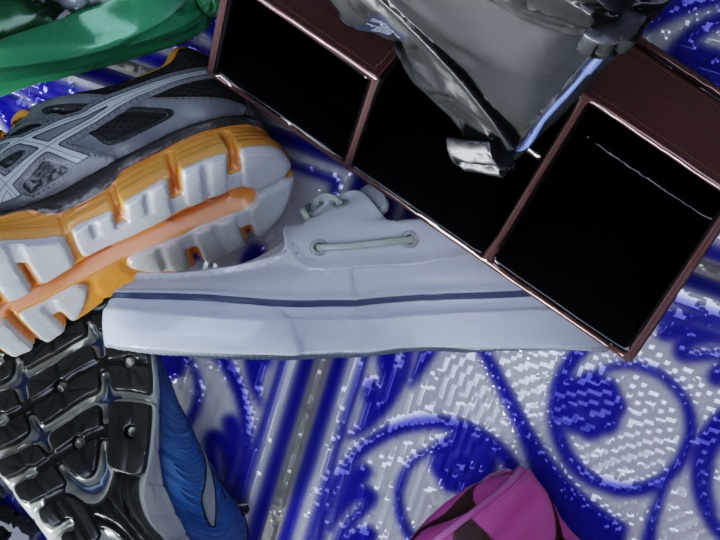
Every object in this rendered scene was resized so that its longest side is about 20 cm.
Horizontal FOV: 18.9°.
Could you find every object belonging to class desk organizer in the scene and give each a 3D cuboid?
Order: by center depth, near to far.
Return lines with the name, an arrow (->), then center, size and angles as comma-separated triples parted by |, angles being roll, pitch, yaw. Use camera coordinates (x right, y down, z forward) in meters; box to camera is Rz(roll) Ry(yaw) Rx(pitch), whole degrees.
desk organizer -> 0.046, -0.061, 0.793 | 0.200, 0.072, 0.077 | 35, 62, 8

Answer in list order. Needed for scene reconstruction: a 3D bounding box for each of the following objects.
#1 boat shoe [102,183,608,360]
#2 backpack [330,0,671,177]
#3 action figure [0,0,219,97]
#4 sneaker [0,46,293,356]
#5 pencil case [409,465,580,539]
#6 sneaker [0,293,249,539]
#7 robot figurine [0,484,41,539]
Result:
boat shoe -> 0.000, 0.000, 0.835 | 0.199, 0.074, 0.067 | 0, 86, -11
backpack -> 0.029, -0.160, 0.678 | 0.200, 0.183, 0.147 | 41, 73, 1
action figure -> -0.132, -0.096, 0.845 | 0.199, 0.118, 0.055 | -12, 86, 6
sneaker -> -0.128, -0.024, 0.846 | 0.199, 0.078, 0.077 | -19, 55, -4
pencil case -> 0.105, 0.158, 0.840 | 0.200, 0.094, 0.091 | 40, 151, 3
sneaker -> -0.094, 0.091, 0.877 | 0.078, 0.089, 0.201 | -19, 76, 10
robot figurine -> -0.220, 0.126, 0.921 | 0.200, 0.058, 0.145 | 45, 109, 2
